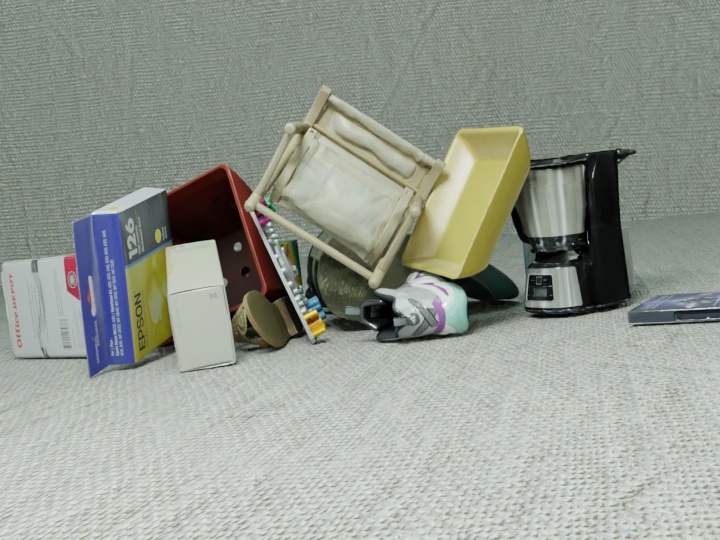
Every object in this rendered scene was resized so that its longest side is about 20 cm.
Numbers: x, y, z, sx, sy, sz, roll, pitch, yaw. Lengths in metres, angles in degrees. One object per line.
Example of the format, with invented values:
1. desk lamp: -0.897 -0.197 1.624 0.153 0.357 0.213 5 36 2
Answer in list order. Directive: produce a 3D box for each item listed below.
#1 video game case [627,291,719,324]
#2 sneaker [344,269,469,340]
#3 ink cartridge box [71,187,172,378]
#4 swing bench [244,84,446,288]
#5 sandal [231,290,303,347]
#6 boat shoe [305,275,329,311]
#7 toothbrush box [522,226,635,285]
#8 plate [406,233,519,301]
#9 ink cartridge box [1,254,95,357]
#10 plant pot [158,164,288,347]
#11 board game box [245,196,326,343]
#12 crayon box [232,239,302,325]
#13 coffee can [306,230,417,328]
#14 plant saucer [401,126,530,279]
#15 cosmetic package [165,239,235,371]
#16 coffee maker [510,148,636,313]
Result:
1. video game case: 0.421 0.039 1.265 0.197 0.019 0.142 -6 4 29
2. sneaker: 0.043 0.044 1.405 0.137 0.079 0.200 -7 3 -14
3. ink cartridge box: -0.295 0.011 1.422 0.046 0.201 0.200 1 16 13
4. swing bench: -0.014 -0.112 1.424 0.197 0.131 0.200 32 26 -1
5. sandal: -0.137 0.076 1.471 0.069 0.079 0.211 -26 -6 12
6. boat shoe: -0.044 0.030 1.841 0.073 0.067 0.199 -7 4 -17
7. toothbrush box: 0.315 -0.013 1.622 0.144 0.087 0.200 -6 1 7
8. plate: 0.140 0.004 1.633 0.197 0.026 0.200 24 -13 6
9. ink cartridge box: -0.434 0.051 1.640 0.197 0.148 0.083 -4 5 38
10. plant pot: -0.208 -0.010 1.625 0.198 0.203 0.176 -24 -16 18
11. board game box: -0.097 -0.008 1.512 0.026 0.203 0.200 -25 4 0
12. crayon box: -0.149 0.018 1.821 0.057 0.121 0.200 -6 4 12
13. coffee can: 0.000 0.000 1.606 0.143 0.149 0.200 -7 4 -6
14. plant saucer: 0.142 -0.082 1.418 0.048 0.203 0.200 25 -3 -19
15. cosmetic package: -0.205 0.040 1.401 0.072 0.105 0.200 -9 17 -7
16. coffee maker: 0.294 -0.052 1.450 0.189 0.204 0.135 -8 6 -12
